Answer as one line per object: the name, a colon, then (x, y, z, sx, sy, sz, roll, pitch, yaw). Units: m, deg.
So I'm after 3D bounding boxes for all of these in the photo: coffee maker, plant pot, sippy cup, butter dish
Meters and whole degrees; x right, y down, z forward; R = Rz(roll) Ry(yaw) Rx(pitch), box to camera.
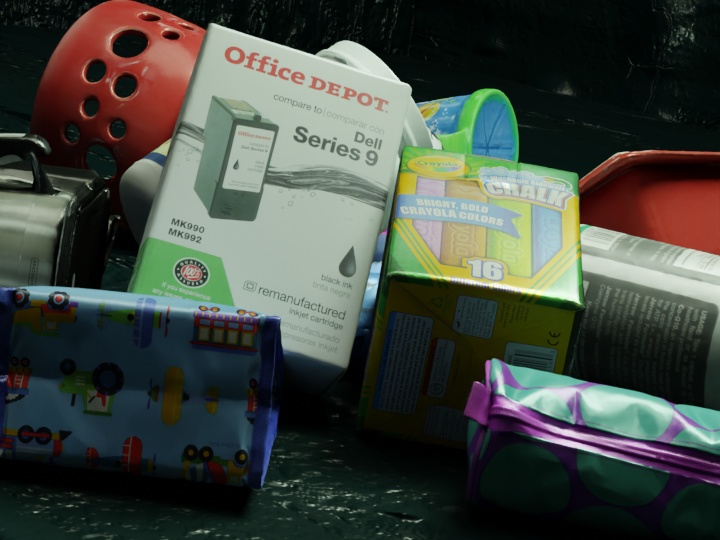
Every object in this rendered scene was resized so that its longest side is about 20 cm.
coffee maker: (-0.280, -0.017, 1.126, 0.197, 0.136, 0.192, 9, -11, 0)
plant pot: (-0.167, -0.124, 1.480, 0.181, 0.203, 0.200, 20, 15, 21)
sippy cup: (0.102, -0.146, 1.945, 0.129, 0.141, 0.178, 3, -31, 30)
butter dish: (0.231, 0.001, 1.328, 0.198, 0.149, 0.200, -4, -25, -42)

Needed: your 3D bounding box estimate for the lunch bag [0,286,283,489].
lunch bag: (-0.120, 0.059, 0.952, 0.148, 0.095, 0.200, 6, 1, 0)

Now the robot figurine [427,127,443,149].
robot figurine: (0.001, -0.091, 1.598, 0.124, 0.152, 0.199, 1, 5, 40)

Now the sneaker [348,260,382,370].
sneaker: (-0.002, 0.040, 1.146, 0.198, 0.067, 0.079, -7, 38, -33)

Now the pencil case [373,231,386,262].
pencil case: (0.000, 0.000, 1.282, 0.198, 0.090, 0.088, 12, 12, 11)

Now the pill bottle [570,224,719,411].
pill bottle: (0.230, 0.042, 1.177, 0.198, 0.115, 0.113, 15, 14, 28)

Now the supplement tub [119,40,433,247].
supplement tub: (-0.058, -0.062, 1.195, 0.199, 0.146, 0.145, -37, 31, -19)

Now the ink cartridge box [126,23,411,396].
ink cartridge box: (-0.061, -0.040, 1.066, 0.144, 0.202, 0.084, 16, -19, -8)

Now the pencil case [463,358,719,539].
pencil case: (0.156, 0.105, 0.899, 0.197, 0.086, 0.093, 10, -17, 11)

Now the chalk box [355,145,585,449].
chalk box: (0.072, 0.005, 1.061, 0.122, 0.126, 0.201, 9, 33, 0)
